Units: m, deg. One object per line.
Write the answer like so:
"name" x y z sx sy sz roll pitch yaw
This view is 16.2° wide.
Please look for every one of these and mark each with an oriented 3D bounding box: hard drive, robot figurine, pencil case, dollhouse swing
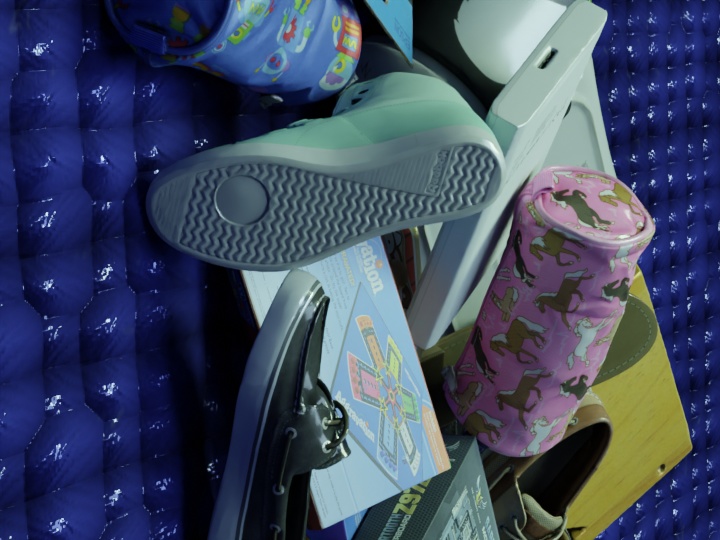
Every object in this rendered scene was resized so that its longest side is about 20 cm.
"hard drive" 0.086 -0.058 1.556 0.132 0.027 0.200 -52 168 -43
"robot figurine" 0.072 -0.146 1.637 0.200 0.150 0.125 -51 177 -15
"pencil case" -0.068 -0.141 1.420 0.200 0.078 0.087 11 98 -67
"dollhouse swing" 0.144 0.063 1.946 0.182 0.176 0.200 -39 135 -18
"pencil case" 0.117 0.026 1.613 0.086 0.083 0.200 -10 137 -34

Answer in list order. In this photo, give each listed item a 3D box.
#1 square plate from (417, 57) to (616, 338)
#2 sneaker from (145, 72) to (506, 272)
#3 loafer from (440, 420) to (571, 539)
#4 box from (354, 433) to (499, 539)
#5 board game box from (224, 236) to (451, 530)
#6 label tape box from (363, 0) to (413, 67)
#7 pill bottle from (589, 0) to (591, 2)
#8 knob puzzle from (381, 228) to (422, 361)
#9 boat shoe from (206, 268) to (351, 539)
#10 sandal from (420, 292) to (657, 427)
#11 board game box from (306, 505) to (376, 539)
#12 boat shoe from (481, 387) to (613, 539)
"square plate" 0.104 -0.039 1.756 0.198 0.028 0.200 -34 132 -18
"sneaker" -0.025 -0.060 1.443 0.118 0.200 0.074 -109 -168 -64
"loafer" 0.098 0.147 1.830 0.200 0.072 0.073 60 39 -50
"box" 0.049 0.229 1.627 0.158 0.051 0.200 -57 141 -51
"board game box" -0.017 0.042 1.504 0.103 0.019 0.200 -22 99 -32
"label tape box" -0.016 -0.238 1.527 0.144 0.063 0.200 48 40 -58
"pill bottle" 0.110 -0.214 1.794 0.111 0.111 0.200 28 65 -65
"knob puzzle" 0.000 0.000 1.582 0.220 0.030 0.220 35 47 -50
"boat shoe" -0.038 0.099 1.438 0.070 0.066 0.200 -45 151 -72
"sandal" 0.094 0.050 1.736 0.070 0.211 0.078 -138 -147 -60
"board game box" 0.001 0.171 1.635 0.134 0.045 0.200 -51 137 -56
"boat shoe" 0.104 0.163 1.755 0.076 0.072 0.200 28 97 -34
